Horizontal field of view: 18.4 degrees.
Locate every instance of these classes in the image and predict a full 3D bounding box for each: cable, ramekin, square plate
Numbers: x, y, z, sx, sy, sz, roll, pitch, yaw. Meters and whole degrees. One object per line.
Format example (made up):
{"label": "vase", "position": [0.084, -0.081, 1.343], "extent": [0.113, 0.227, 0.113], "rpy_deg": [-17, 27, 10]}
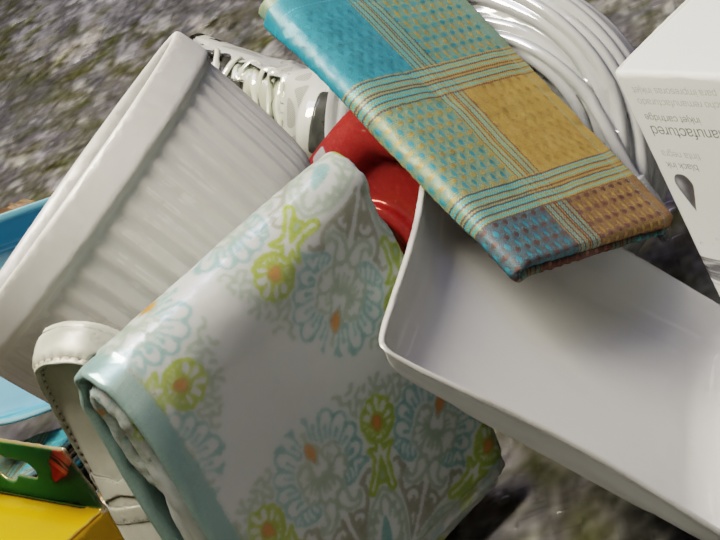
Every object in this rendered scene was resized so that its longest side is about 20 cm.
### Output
{"label": "cable", "position": [0.077, -0.070, 1.248], "extent": [0.199, 0.201, 0.069], "rpy_deg": [-15, 2, 31]}
{"label": "ramekin", "position": [-0.109, -0.011, 1.132], "extent": [0.201, 0.105, 0.200], "rpy_deg": [-52, 10, 13]}
{"label": "square plate", "position": [0.103, 0.039, 1.058], "extent": [0.029, 0.199, 0.198], "rpy_deg": [-57, 8, 30]}

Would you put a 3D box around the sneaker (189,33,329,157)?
{"label": "sneaker", "position": [-0.064, -0.102, 1.398], "extent": [0.115, 0.076, 0.201], "rpy_deg": [12, 7, -5]}

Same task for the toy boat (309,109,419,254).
{"label": "toy boat", "position": [0.000, 0.000, 1.182], "extent": [0.200, 0.130, 0.131], "rpy_deg": [-51, -7, 27]}

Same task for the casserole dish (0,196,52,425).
{"label": "casserole dish", "position": [-0.175, 0.022, 1.290], "extent": [0.199, 0.122, 0.039], "rpy_deg": [-21, -17, -20]}

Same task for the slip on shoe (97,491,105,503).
{"label": "slip on shoe", "position": [-0.150, 0.158, 1.108], "extent": [0.060, 0.076, 0.201], "rpy_deg": [20, 66, 18]}

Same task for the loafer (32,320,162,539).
{"label": "loafer", "position": [-0.091, 0.105, 1.055], "extent": [0.070, 0.200, 0.070], "rpy_deg": [-12, 39, 37]}

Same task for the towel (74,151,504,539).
{"label": "towel", "position": [-0.026, 0.074, 1.040], "extent": [0.048, 0.201, 0.171], "rpy_deg": [5, 41, 48]}

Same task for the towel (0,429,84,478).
{"label": "towel", "position": [-0.228, 0.140, 1.257], "extent": [0.147, 0.022, 0.200], "rpy_deg": [-43, 12, -36]}

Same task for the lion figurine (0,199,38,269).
{"label": "lion figurine", "position": [-0.250, 0.042, 1.331], "extent": [0.199, 0.123, 0.073], "rpy_deg": [-25, -18, -16]}

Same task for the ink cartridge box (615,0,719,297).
{"label": "ink cartridge box", "position": [0.226, -0.030, 1.015], "extent": [0.083, 0.201, 0.145], "rpy_deg": [-43, 28, -27]}

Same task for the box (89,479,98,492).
{"label": "box", "position": [-0.053, 0.112, 1.186], "extent": [0.199, 0.050, 0.075], "rpy_deg": [-11, 27, 31]}

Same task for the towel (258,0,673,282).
{"label": "towel", "position": [0.054, -0.078, 1.128], "extent": [0.146, 0.200, 0.022], "rpy_deg": [-16, -33, -48]}

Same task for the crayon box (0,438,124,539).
{"label": "crayon box", "position": [-0.135, 0.163, 0.975], "extent": [0.127, 0.201, 0.051], "rpy_deg": [2, 35, 48]}
